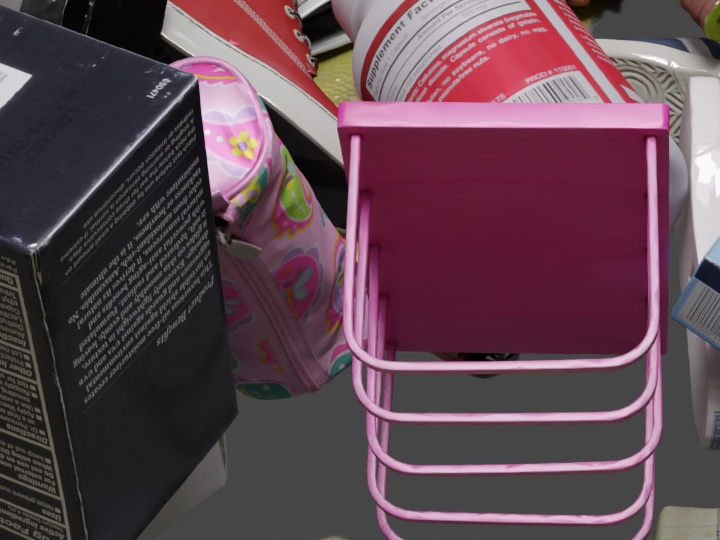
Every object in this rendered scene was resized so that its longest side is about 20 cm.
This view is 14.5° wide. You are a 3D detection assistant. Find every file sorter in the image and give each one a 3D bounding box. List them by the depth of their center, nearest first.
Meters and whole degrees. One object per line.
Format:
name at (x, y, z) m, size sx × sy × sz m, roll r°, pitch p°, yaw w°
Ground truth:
file sorter at (0.064, 0.033, 1.230) m, size 0.138 × 0.200 × 0.126 m, roll 0°, pitch 61°, yaw 6°

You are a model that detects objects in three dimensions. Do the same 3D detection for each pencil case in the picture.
pencil case at (-0.055, -0.013, 1.294) m, size 0.087 × 0.200 × 0.088 m, roll -6°, pitch 62°, yaw 11°

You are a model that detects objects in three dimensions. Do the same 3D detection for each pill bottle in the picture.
pill bottle at (0.065, -0.085, 1.381) m, size 0.112 × 0.113 × 0.200 m, roll -22°, pitch 52°, yaw -15°

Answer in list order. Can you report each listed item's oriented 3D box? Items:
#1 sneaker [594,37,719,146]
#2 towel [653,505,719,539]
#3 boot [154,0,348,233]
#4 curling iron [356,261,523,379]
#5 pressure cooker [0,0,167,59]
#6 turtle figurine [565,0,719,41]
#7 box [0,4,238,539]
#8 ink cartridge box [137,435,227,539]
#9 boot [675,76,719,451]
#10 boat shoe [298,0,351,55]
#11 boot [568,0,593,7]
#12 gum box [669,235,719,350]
sneaker at (0.189, -0.093, 1.446) m, size 0.198 × 0.075 × 0.085 m, roll 6°, pitch 29°, yaw 16°
towel at (0.218, 0.182, 1.201) m, size 0.191 × 0.035 × 0.201 m, roll -2°, pitch 48°, yaw 9°
boot at (-0.035, -0.120, 1.454) m, size 0.200 × 0.073 × 0.144 m, roll 39°, pitch 53°, yaw 4°
curling iron at (0.000, 0.000, 1.399) m, size 0.199 × 0.026 × 0.050 m, roll 25°, pitch 56°, yaw 26°
pressure cooker at (-0.204, -0.134, 1.329) m, size 0.199 × 0.179 × 0.177 m, roll 16°, pitch 71°, yaw 11°
turtle figurine at (0.156, -0.196, 1.422) m, size 0.200 × 0.064 × 0.161 m, roll -49°, pitch 51°, yaw 2°
box at (-0.169, -0.005, 1.184) m, size 0.199 × 0.199 × 0.123 m, roll 22°, pitch 49°, yaw 24°
ink cartridge box at (-0.178, 0.061, 1.320) m, size 0.146 × 0.083 × 0.200 m, roll -34°, pitch 51°, yaw -25°
boot at (0.200, -0.004, 1.349) m, size 0.090 × 0.073 × 0.201 m, roll 0°, pitch 60°, yaw -1°
boat shoe at (0.028, -0.161, 1.531) m, size 0.199 × 0.074 × 0.067 m, roll -24°, pitch 53°, yaw -1°
boot at (0.194, -0.158, 1.483) m, size 0.187 × 0.069 × 0.200 m, roll -18°, pitch 32°, yaw -28°
gum box at (0.256, 0.003, 1.292) m, size 0.169 × 0.045 × 0.200 m, roll 34°, pitch 44°, yaw 8°
